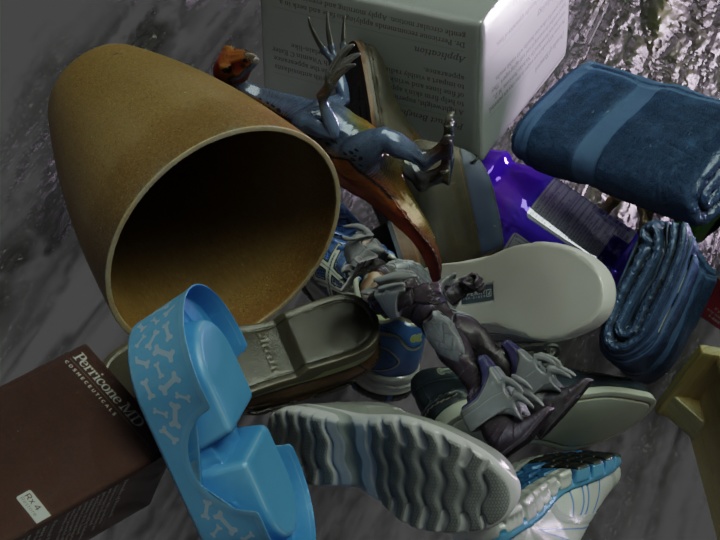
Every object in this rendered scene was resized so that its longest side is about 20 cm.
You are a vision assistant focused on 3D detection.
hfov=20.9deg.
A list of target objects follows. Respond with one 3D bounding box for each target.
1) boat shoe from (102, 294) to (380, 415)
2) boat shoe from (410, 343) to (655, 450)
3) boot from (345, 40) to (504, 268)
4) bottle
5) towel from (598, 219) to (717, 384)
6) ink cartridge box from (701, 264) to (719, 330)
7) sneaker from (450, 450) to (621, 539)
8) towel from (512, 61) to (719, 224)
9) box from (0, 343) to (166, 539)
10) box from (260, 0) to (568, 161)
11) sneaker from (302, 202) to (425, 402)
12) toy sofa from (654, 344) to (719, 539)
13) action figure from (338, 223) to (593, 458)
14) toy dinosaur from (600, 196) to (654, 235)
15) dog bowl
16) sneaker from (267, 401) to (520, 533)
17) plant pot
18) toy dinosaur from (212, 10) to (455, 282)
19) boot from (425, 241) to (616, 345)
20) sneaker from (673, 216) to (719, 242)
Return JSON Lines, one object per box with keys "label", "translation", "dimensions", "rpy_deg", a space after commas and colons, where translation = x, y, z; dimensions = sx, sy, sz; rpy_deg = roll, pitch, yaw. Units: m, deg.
{"label": "boat shoe", "translation": [-0.082, 0.075, 1.367], "dimensions": [0.199, 0.068, 0.072], "rpy_deg": [-9, 59, -7]}
{"label": "boat shoe", "translation": [0.126, 0.094, 1.426], "dimensions": [0.199, 0.075, 0.062], "rpy_deg": [-5, 48, -28]}
{"label": "boot", "translation": [0.047, -0.086, 1.524], "dimensions": [0.096, 0.075, 0.201], "rpy_deg": [-12, 92, -19]}
{"label": "bottle", "translation": [0.141, -0.042, 1.589], "dimensions": [0.200, 0.065, 0.084], "rpy_deg": [35, 38, 7]}
{"label": "towel", "translation": [0.224, 0.028, 1.466], "dimensions": [0.048, 0.112, 0.200], "rpy_deg": [24, -2, 15]}
{"label": "ink cartridge box", "translation": [0.400, -0.024, 1.606], "dimensions": [0.145, 0.200, 0.145], "rpy_deg": [37, 44, 9]}
{"label": "sneaker", "translation": [0.127, 0.185, 1.381], "dimensions": [0.200, 0.075, 0.087], "rpy_deg": [-21, 100, -52]}
{"label": "towel", "translation": [0.216, -0.103, 1.513], "dimensions": [0.112, 0.049, 0.200], "rpy_deg": [-42, 42, -22]}
{"label": "box", "translation": [-0.225, 0.137, 1.232], "dimensions": [0.100, 0.075, 0.200], "rpy_deg": [45, 44, 17]}
{"label": "box", "translation": [0.049, -0.209, 1.606], "dimensions": [0.198, 0.131, 0.200], "rpy_deg": [15, 39, 21]}
{"label": "sneaker", "translation": [0.000, 0.000, 1.470], "dimensions": [0.075, 0.077, 0.200], "rpy_deg": [-11, 54, -32]}
{"label": "toy sofa", "translation": [0.299, 0.159, 1.470], "dimensions": [0.097, 0.083, 0.201], "rpy_deg": [9, 46, -18]}
{"label": "action figure", "translation": [0.059, 0.036, 1.339], "dimensions": [0.200, 0.069, 0.130], "rpy_deg": [44, 24, 15]}
{"label": "toy dinosaur", "translation": [0.235, -0.077, 1.647], "dimensions": [0.058, 0.200, 0.102], "rpy_deg": [8, 90, -22]}
{"label": "dog bowl", "translation": [-0.091, 0.109, 1.269], "dimensions": [0.112, 0.049, 0.201], "rpy_deg": [-63, 132, -70]}
{"label": "sneaker", "translation": [0.032, 0.119, 1.325], "dimensions": [0.199, 0.075, 0.082], "rpy_deg": [15, 22, 38]}
{"label": "plant pot", "translation": [-0.143, -0.075, 1.415], "dimensions": [0.186, 0.187, 0.200], "rpy_deg": [-9, 39, -33]}
{"label": "toy dinosaur", "translation": [-0.022, -0.099, 1.423], "dimensions": [0.180, 0.105, 0.201], "rpy_deg": [5, 85, 4]}
{"label": "boot", "translation": [0.131, 0.019, 1.441], "dimensions": [0.090, 0.199, 0.073], "rpy_deg": [7, 86, -41]}
{"label": "sneaker", "translation": [0.307, -0.074, 1.623], "dimensions": [0.083, 0.200, 0.077], "rpy_deg": [-16, 82, -12]}
